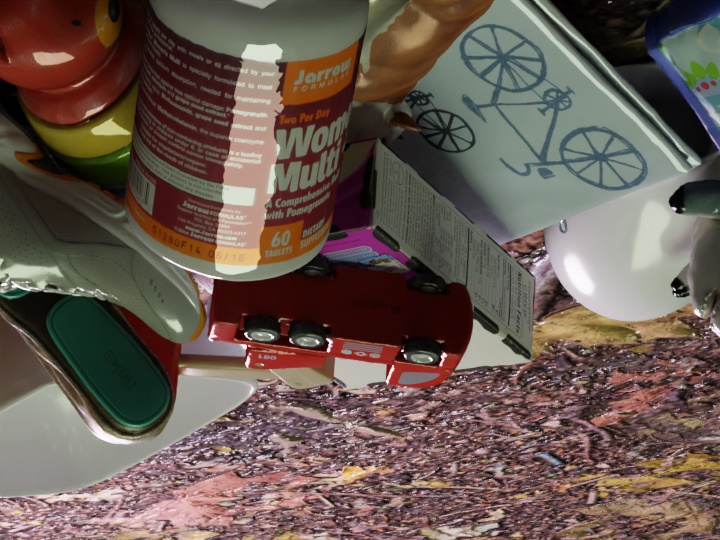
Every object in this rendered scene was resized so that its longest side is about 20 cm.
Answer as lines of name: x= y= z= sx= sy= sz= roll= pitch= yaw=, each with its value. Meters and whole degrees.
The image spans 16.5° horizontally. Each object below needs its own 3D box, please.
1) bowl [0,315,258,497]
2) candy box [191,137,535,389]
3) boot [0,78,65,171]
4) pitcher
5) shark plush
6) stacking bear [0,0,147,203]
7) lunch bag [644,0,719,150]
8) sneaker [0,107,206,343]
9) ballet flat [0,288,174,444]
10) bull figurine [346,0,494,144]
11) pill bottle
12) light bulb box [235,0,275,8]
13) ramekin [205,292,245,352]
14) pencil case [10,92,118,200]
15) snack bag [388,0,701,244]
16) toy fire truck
bowl: x=-0.188 y=0.075 z=1.575 sx=0.199 sy=0.075 sz=0.199 roll=-30 pitch=157 yaw=34
candy box: x=0.000 y=0.000 z=1.453 sx=0.136 sy=0.061 sz=0.200 roll=-9 pitch=151 yaw=29
boot: x=-0.270 y=-0.087 z=1.405 sx=0.199 sy=0.068 sz=0.131 roll=34 pitch=113 yaw=-22
pitcher: x=0.203 y=-0.059 z=1.565 sx=0.170 sy=0.122 sz=0.200 roll=-18 pitch=152 yaw=-12
shark plush: x=0.267 y=-0.027 z=1.505 sx=0.199 sy=0.083 sz=0.091 roll=-30 pitch=140 yaw=-33
stacking bear: x=-0.135 y=-0.105 z=1.331 sx=0.113 sy=0.122 sz=0.200 roll=3 pitch=158 yaw=30
lunch bag: x=0.284 y=-0.123 z=1.385 sx=0.199 sy=0.128 sz=0.170 roll=25 pitch=150 yaw=-33
sneaker: x=-0.175 y=-0.011 z=1.329 sx=0.200 sy=0.092 sz=0.076 roll=36 pitch=168 yaw=5
ballet flat: x=-0.177 y=0.015 z=1.388 sx=0.068 sy=0.201 sz=0.067 roll=-30 pitch=175 yaw=-19
bull figurine: x=0.008 y=-0.131 z=1.330 sx=0.121 sy=0.065 sz=0.200 roll=1 pitch=147 yaw=-33
pill bottle: x=-0.054 y=-0.104 z=1.226 sx=0.109 sy=0.110 sz=0.201 roll=0 pitch=127 yaw=-15
light bulb box: x=-0.055 y=-0.216 z=0.999 sx=0.199 sy=0.126 sz=0.198 roll=13 pitch=154 yaw=-41
ramekin: x=-0.007 y=-0.013 z=1.642 sx=0.199 sy=0.098 sz=0.201 roll=-4 pitch=161 yaw=-2
pencil case: x=-0.158 y=-0.048 z=1.528 sx=0.077 sy=0.090 sz=0.200 roll=25 pitch=175 yaw=28
snack bag: x=0.068 y=-0.089 z=1.441 sx=0.188 sy=0.021 sz=0.199 roll=41 pitch=140 yaw=-24
toy fire truck: x=-0.044 y=0.040 z=1.417 sx=0.198 sy=0.049 sz=0.141 roll=8 pitch=156 yaw=-7
